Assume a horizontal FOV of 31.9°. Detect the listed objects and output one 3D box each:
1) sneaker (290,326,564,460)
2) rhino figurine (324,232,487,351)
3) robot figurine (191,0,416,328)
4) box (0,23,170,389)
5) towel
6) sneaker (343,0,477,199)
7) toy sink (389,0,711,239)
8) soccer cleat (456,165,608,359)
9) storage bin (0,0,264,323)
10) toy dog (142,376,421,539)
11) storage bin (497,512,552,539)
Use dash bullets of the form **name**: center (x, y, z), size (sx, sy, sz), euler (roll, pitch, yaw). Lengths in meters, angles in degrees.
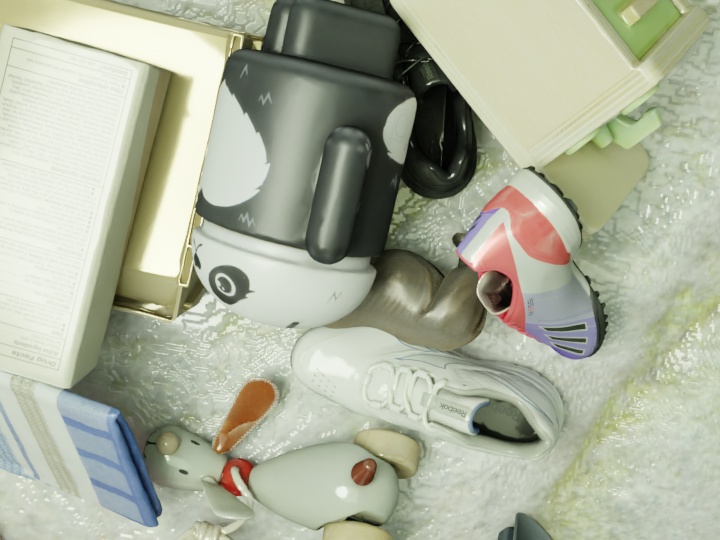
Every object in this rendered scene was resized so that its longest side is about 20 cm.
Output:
- **sneaker**: center (0.048, 0.080, 0.867), size (0.198, 0.087, 0.075), euler (14, 97, 1)
- **rhino figurine**: center (0.000, 0.000, 0.864), size (0.199, 0.060, 0.088), euler (11, 77, 14)
- **robot figurine**: center (-0.037, -0.065, 0.779), size (0.124, 0.150, 0.202), euler (15, 98, 16)
- **box**: center (-0.189, -0.039, 0.773), size (0.094, 0.078, 0.201), euler (17, 96, 0)
- **towel**: center (-0.227, 0.098, 0.836), size (0.199, 0.147, 0.024), euler (18, 55, 19)
- **sneaker**: center (0.040, -0.147, 0.842), size (0.075, 0.091, 0.201), euler (-19, 94, 0)
- **toy sink**: center (0.140, -0.145, 0.801), size (0.200, 0.130, 0.112), euler (52, 130, -3)
- **soccer cleat**: center (0.110, 0.012, 0.816), size (0.073, 0.200, 0.068), euler (-40, 58, -7)
- **storage bin**: center (-0.187, -0.087, 0.854), size (0.198, 0.094, 0.200), euler (14, 97, 0)
- **toy dog**: center (-0.054, 0.140, 0.861), size (0.198, 0.097, 0.133), euler (-8, 60, -2)
- **storage bin**: center (0.121, 0.299, 0.869), size (0.134, 0.146, 0.200), euler (-41, 93, 15)
